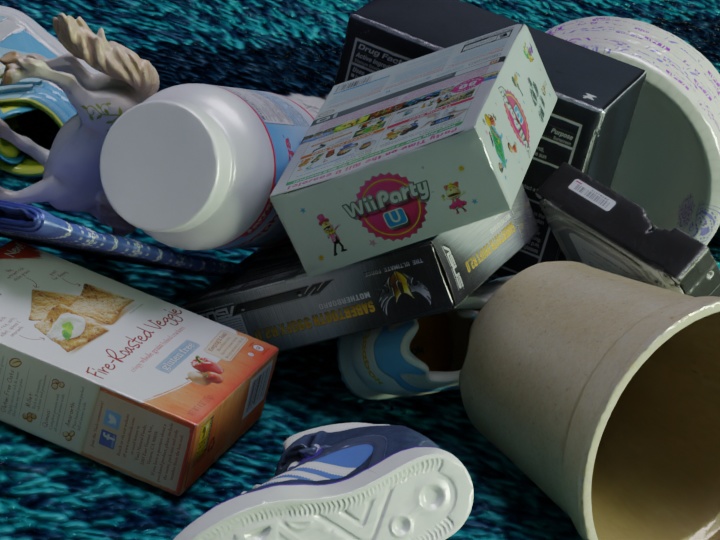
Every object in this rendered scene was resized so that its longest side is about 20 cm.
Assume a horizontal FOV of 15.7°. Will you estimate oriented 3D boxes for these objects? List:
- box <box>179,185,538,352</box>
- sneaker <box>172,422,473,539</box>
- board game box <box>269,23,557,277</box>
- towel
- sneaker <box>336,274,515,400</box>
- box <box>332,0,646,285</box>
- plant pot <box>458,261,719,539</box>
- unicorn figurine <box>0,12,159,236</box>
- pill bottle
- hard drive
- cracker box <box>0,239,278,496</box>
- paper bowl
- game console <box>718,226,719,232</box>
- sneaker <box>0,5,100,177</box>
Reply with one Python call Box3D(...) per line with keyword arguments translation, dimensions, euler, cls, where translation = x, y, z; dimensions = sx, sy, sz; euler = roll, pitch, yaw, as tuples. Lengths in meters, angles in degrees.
Box3D(translation=(0.000, 0.000, 1.745), dimensions=(0.200, 0.048, 0.158), euler=(-14, 12, 28), cls="box")
Box3D(translation=(-0.041, 0.148, 1.541), dimensions=(0.200, 0.081, 0.146), euler=(-20, 11, -18), cls="sneaker")
Box3D(translation=(0.038, -0.083, 1.711), dimensions=(0.147, 0.064, 0.200), euler=(-18, 18, 21), cls="board game box")
Box3D(translation=(-0.193, -0.026, 1.718), dimensions=(0.145, 0.024, 0.200), euler=(9, -3, 38), cls="towel")
Box3D(translation=(0.085, 0.045, 1.760), dimensions=(0.200, 0.077, 0.081), euler=(-15, 0, -34), cls="sneaker")
Box3D(translation=(0.078, -0.077, 1.889), dimensions=(0.200, 0.199, 0.123), euler=(23, 27, 14), cls="box")
Box3D(translation=(0.165, 0.083, 1.656), dimensions=(0.200, 0.201, 0.183), euler=(-4, 21, -34), cls="plant pot")
Box3D(translation=(-0.194, -0.082, 1.762), dimensions=(0.137, 0.200, 0.074), euler=(18, 55, -18), cls="unicorn figurine")
Box3D(translation=(-0.096, -0.068, 1.718), dimensions=(0.109, 0.109, 0.200), euler=(23, 9, 16), cls="pill bottle")
Box3D(translation=(0.204, 0.022, 1.790), dimensions=(0.038, 0.200, 0.140), euler=(-46, 51, -11), cls="hard drive")
Box3D(translation=(-0.170, 0.058, 1.646), dimensions=(0.200, 0.058, 0.134), euler=(21, 26, 13), cls="cracker box")
Box3D(translation=(0.193, -0.097, 1.976), dimensions=(0.200, 0.201, 0.104), euler=(22, 33, 13), cls="paper bowl")
Box3D(translation=(0.221, -0.069, 2.158), dimensions=(0.171, 0.118, 0.200), euler=(39, 17, -25), cls="game console")
Box3D(translation=(-0.272, -0.136, 1.955), dimensions=(0.200, 0.080, 0.131), euler=(24, 26, 19), cls="sneaker")
